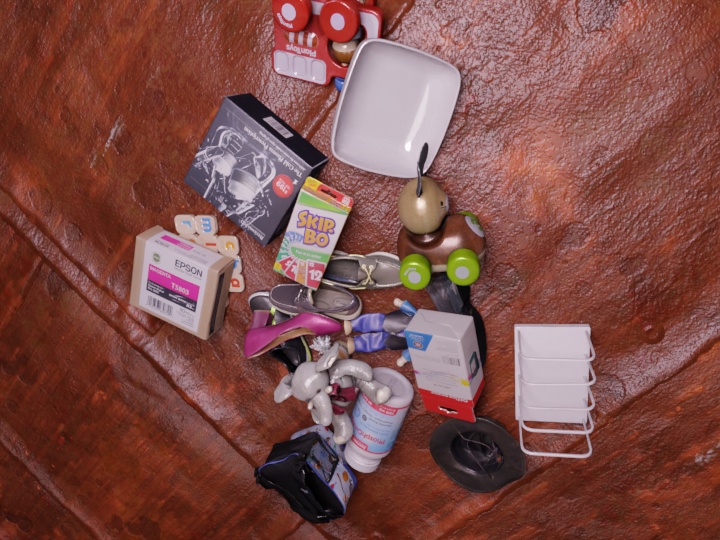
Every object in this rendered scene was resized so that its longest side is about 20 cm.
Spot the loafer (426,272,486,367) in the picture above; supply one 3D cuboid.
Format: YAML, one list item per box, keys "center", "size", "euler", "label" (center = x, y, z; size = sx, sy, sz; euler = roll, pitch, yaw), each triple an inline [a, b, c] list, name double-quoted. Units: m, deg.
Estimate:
- center: [0.186, 0.094, 1.031]
  size: [0.071, 0.072, 0.206]
  euler: [-14, 101, 34]
  label: "loafer"

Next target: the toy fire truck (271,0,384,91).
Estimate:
- center: [-0.059, -0.392, 0.906]
  size: [0.194, 0.114, 0.171]
  euler: [16, 138, 8]
  label: "toy fire truck"

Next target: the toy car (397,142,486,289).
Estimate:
- center: [0.123, -0.101, 0.899]
  size: [0.153, 0.166, 0.205]
  euler: [-6, 120, 16]
  label: "toy car"

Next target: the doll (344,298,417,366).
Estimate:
- center: [0.069, 0.126, 1.078]
  size: [0.193, 0.048, 0.141]
  euler: [-7, 100, 10]
  label: "doll"

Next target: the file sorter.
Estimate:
- center: [0.356, 0.218, 0.994]
  size: [0.134, 0.125, 0.207]
  euler: [-1, 109, 14]
  label: "file sorter"

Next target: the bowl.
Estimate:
- center: [0.050, -0.268, 0.897]
  size: [0.194, 0.075, 0.205]
  euler: [9, 117, -23]
  label: "bowl"

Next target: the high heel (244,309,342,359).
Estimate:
- center: [-0.133, 0.134, 1.058]
  size: [0.193, 0.068, 0.099]
  euler: [1, 66, 19]
  label: "high heel"

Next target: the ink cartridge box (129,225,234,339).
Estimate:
- center: [-0.376, 0.025, 1.132]
  size: [0.195, 0.075, 0.169]
  euler: [22, 116, 9]
  label: "ink cartridge box"

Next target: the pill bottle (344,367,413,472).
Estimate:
- center: [0.031, 0.313, 1.122]
  size: [0.106, 0.109, 0.205]
  euler: [21, 113, 6]
  label: "pill bottle"

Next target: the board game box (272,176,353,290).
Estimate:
- center: [-0.088, -0.062, 0.981]
  size: [0.093, 0.030, 0.203]
  euler: [25, 121, -1]
  label: "board game box"

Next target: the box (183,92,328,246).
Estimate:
- center: [-0.193, -0.187, 1.005]
  size: [0.198, 0.104, 0.184]
  euler: [37, 115, -1]
  label: "box"

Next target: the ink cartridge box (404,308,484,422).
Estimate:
- center: [0.162, 0.178, 1.008]
  size: [0.113, 0.067, 0.205]
  euler: [7, 127, 34]
  label: "ink cartridge box"

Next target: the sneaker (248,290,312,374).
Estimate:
- center: [-0.167, 0.133, 1.125]
  size: [0.071, 0.083, 0.202]
  euler: [-33, 98, 22]
  label: "sneaker"

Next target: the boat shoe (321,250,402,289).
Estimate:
- center: [0.000, 0.003, 1.045]
  size: [0.195, 0.060, 0.074]
  euler: [7, 111, 12]
  label: "boat shoe"

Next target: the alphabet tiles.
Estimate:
- center: [-0.337, -0.019, 1.153]
  size: [0.189, 0.015, 0.207]
  euler: [2, 110, 17]
  label: "alphabet tiles"

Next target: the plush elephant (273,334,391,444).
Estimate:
- center: [-0.064, 0.219, 1.002]
  size: [0.164, 0.154, 0.203]
  euler: [-40, 76, 24]
  label: "plush elephant"

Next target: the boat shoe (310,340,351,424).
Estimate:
- center: [-0.072, 0.250, 1.149]
  size: [0.073, 0.069, 0.206]
  euler: [17, 113, 8]
  label: "boat shoe"

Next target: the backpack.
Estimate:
- center: [-0.104, 0.448, 1.180]
  size: [0.198, 0.154, 0.193]
  euler: [-28, 101, 42]
  label: "backpack"

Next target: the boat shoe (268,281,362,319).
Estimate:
- center: [-0.093, 0.051, 1.070]
  size: [0.193, 0.074, 0.065]
  euler: [9, 155, 13]
  label: "boat shoe"

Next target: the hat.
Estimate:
- center: [0.238, 0.347, 1.090]
  size: [0.195, 0.081, 0.206]
  euler: [12, 123, 19]
  label: "hat"
